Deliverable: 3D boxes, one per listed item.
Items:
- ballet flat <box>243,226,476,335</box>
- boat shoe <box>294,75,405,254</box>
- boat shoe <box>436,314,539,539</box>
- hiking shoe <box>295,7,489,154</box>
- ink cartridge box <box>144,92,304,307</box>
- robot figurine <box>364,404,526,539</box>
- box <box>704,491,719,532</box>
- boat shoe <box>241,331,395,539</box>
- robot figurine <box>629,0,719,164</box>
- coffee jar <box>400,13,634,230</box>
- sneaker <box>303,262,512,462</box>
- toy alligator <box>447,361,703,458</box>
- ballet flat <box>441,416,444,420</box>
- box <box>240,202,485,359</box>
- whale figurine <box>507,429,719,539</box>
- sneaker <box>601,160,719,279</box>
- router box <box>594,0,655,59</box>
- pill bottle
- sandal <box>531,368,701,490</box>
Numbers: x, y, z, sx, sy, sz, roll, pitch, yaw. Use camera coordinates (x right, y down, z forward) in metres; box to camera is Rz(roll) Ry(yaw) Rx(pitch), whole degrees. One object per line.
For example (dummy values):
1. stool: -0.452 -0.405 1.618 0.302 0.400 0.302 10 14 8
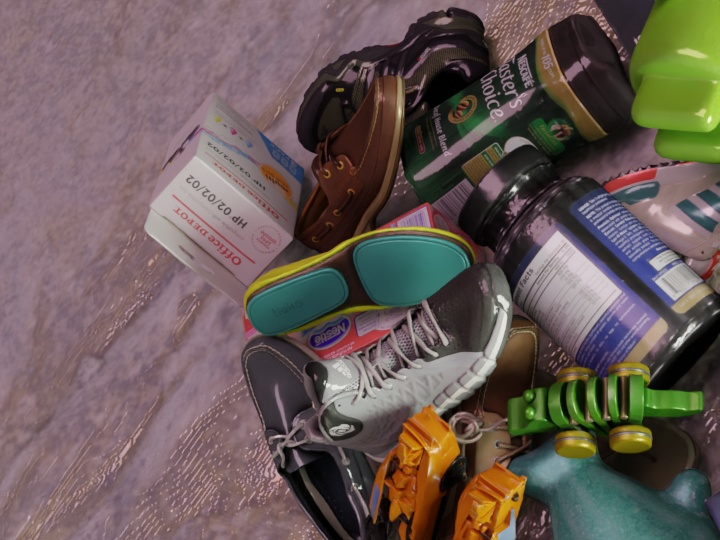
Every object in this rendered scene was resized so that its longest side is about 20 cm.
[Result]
1. ballet flat: 0.000 0.000 1.474 0.198 0.067 0.067 -16 18 19
2. boat shoe: -0.008 -0.084 1.577 0.073 0.067 0.201 -89 14 -44
3. boat shoe: 0.103 0.133 1.418 0.074 0.075 0.202 41 127 46
4. hiking shoe: 0.029 -0.150 1.650 0.199 0.076 0.101 -31 49 19
5. ink cartridge box: -0.116 -0.064 1.624 0.068 0.115 0.201 -45 17 20
6. robot figurine: 0.056 0.205 1.389 0.145 0.058 0.202 36 133 27
7. box: 0.364 0.194 1.200 0.199 0.123 0.200 -36 52 17
8. boat shoe: -0.039 0.141 1.490 0.072 0.062 0.201 -28 93 26
9. robot figurine: 0.272 -0.178 1.375 0.115 0.175 0.202 8 65 41
10. coffee jar: 0.131 -0.125 1.549 0.199 0.085 0.105 -33 33 18
11. sneaker: 0.022 0.069 1.364 0.201 0.115 0.075 -56 41 32
12. toy alligator: 0.143 0.098 1.321 0.198 0.054 0.060 -8 64 25
13. ballet flat: 0.050 0.108 1.471 0.068 0.063 0.202 -91 23 -68
14. box: 0.009 0.044 1.553 0.199 0.094 0.103 -28 53 22
15. whale figurine: 0.181 0.195 1.319 0.159 0.104 0.201 -40 69 11
16. sneaker: 0.282 -0.043 1.427 0.198 0.070 0.095 -12 80 28
17. router box: 0.267 -0.250 1.534 0.149 0.062 0.201 -38 51 16
18. pill bottle: 0.171 0.001 1.401 0.112 0.112 0.200 -47 72 6
19. sandal: 0.169 0.129 1.417 0.200 0.057 0.080 23 82 41
